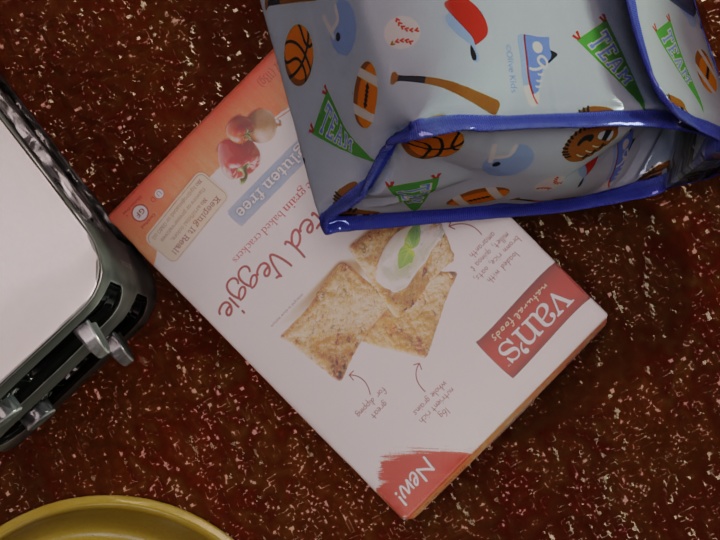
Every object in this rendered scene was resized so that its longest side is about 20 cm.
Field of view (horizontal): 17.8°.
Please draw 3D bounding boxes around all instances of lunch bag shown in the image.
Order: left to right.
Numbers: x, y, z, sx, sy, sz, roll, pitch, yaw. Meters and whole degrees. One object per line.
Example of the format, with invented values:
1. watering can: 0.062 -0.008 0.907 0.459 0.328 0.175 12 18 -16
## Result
1. lunch bag: 0.069 -0.117 1.024 0.199 0.124 0.171 -3 69 -30

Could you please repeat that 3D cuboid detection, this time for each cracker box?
1. cracker box: 0.000 0.000 1.075 0.200 0.058 0.134 44 90 6

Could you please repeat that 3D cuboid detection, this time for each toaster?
1. toaster: -0.190 -0.022 1.035 0.119 0.181 0.200 -38 84 -1

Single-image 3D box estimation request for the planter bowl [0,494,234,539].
1. planter bowl: -0.125 0.205 1.057 0.200 0.083 0.201 0 85 6
